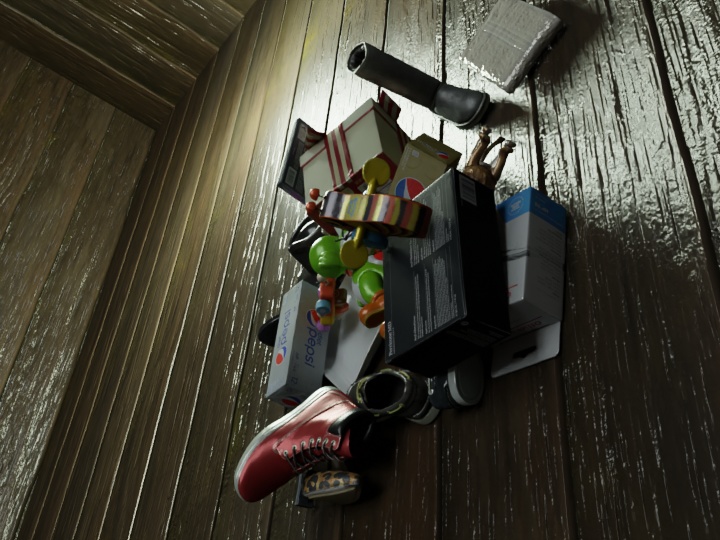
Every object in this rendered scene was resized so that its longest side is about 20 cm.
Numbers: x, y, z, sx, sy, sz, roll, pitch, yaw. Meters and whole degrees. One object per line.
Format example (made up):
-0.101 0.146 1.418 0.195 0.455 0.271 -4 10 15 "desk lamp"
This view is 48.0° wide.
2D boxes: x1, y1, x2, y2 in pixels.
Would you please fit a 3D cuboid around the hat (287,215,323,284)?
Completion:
-0.082 -0.052 1.500 0.200 0.080 0.202 -42 33 36 "hat"

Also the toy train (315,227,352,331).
-0.039 0.010 1.281 0.151 0.055 0.202 94 178 -48 "toy train"

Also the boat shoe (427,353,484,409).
0.118 0.077 1.021 0.060 0.075 0.202 -23 44 43 "boat shoe"

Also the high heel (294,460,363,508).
-0.041 0.253 1.136 0.200 0.071 0.144 -35 42 58 "high heel"

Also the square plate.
-0.004 0.082 1.289 0.202 0.028 0.198 -62 26 -1 "square plate"

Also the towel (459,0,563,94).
0.235 -0.359 1.280 0.133 0.034 0.201 -55 28 16 "towel"

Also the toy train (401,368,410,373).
0.093 0.050 1.135 0.056 0.042 0.202 -16 50 42 "toy train"

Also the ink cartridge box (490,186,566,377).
0.181 0.014 0.974 0.115 0.066 0.202 -31 40 47 "ink cartridge box"

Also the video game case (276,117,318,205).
-0.052 -0.154 1.408 0.019 0.199 0.144 -22 45 42 "video game case"

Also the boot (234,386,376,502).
-0.074 0.245 1.070 0.200 0.073 0.144 -41 22 -13 "boot"

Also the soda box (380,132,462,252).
0.073 -0.090 1.167 0.064 0.067 0.202 -40 -24 -55 "soda box"

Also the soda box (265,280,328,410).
-0.096 0.121 1.310 0.063 0.068 0.202 -37 36 41 "soda box"

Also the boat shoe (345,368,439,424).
0.031 0.167 1.105 0.200 0.060 0.073 -11 55 58 "boat shoe"

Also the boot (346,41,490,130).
0.090 -0.302 1.295 0.073 0.199 0.181 -63 26 -4 "boot"

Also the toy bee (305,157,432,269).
-0.010 -0.064 0.997 0.199 0.108 0.133 -29 50 48 "toy bee"

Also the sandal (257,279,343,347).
-0.103 0.072 1.433 0.199 0.075 0.045 -39 35 24 "sandal"

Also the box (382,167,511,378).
0.096 0.004 0.962 0.141 0.078 0.202 -33 46 41 "box"

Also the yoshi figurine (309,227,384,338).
-0.010 0.011 1.136 0.201 0.111 0.113 61 146 37 "yoshi figurine"

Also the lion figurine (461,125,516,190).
0.162 -0.128 1.116 0.124 0.072 0.200 -65 -12 18 "lion figurine"

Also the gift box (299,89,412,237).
0.012 -0.156 1.284 0.183 0.200 0.188 -32 35 18 "gift box"
